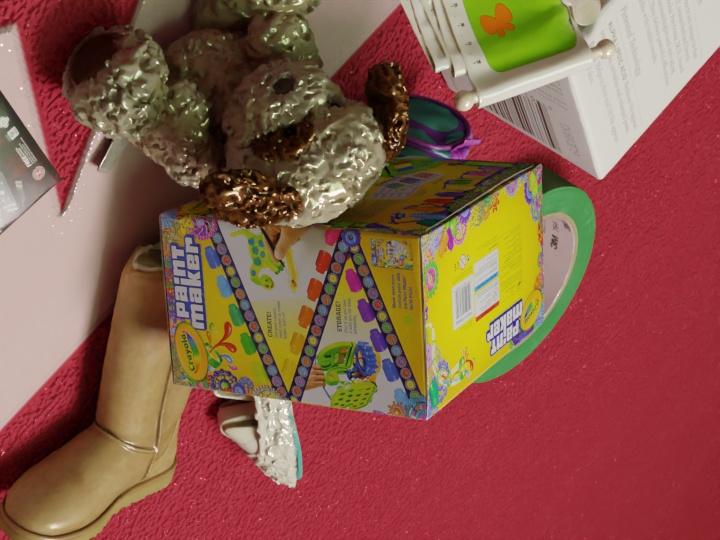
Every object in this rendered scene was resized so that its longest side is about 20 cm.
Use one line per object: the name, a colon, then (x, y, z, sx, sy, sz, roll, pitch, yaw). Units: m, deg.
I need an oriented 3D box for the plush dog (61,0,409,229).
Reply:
plush dog: (-0.064, -0.088, 1.105, 0.200, 0.171, 0.161, -37, 145, -29)

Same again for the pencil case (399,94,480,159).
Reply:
pencil case: (0.023, -0.032, 1.358, 0.085, 0.092, 0.201, -15, 130, -47)

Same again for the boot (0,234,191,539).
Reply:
boot: (-0.172, 0.079, 1.229, 0.175, 0.066, 0.201, -31, 144, -55)

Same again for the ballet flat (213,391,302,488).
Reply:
ballet flat: (-0.084, 0.094, 1.375, 0.072, 0.072, 0.201, -34, 141, -31)

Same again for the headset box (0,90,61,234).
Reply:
headset box: (-0.279, -0.044, 0.914, 0.200, 0.077, 0.149, -45, 132, -19)

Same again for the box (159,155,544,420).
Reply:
box: (0.000, 0.000, 1.195, 0.200, 0.192, 0.123, -31, 122, -57)

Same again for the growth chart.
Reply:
growth chart: (0.076, -0.205, 1.162, 0.144, 0.201, 0.018, -30, -178, -21)

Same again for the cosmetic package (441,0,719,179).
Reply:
cosmetic package: (0.168, -0.215, 1.313, 0.200, 0.165, 0.165, -49, 148, -12)

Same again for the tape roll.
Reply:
tape roll: (0.130, 0.004, 1.583, 0.200, 0.048, 0.201, -35, 144, -30)
